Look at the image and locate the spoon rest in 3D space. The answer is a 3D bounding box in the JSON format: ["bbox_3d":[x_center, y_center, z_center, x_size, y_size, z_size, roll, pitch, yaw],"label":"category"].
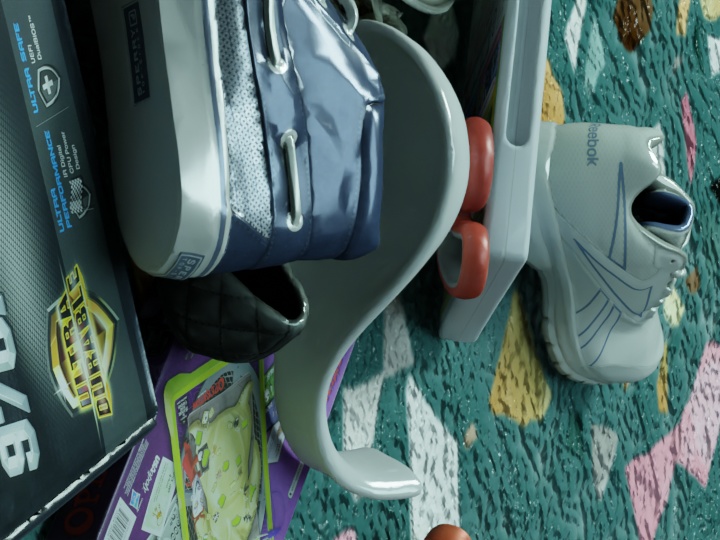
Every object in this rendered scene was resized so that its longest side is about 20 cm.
[{"bbox_3d":[0.000,0.000,0.990,0.060,0.099,0.201,-15,117,-39],"label":"spoon rest"}]

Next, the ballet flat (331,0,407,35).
[{"bbox_3d":[-0.035,-0.143,0.991,0.200,0.071,0.072,55,45,-47],"label":"ballet flat"}]

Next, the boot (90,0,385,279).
[{"bbox_3d":[-0.044,-0.099,0.889,0.090,0.073,0.202,-3,89,-32],"label":"boot"}]

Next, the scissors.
[{"bbox_3d":[0.032,-0.037,1.065,0.200,0.014,0.074,-133,-135,-76],"label":"scissors"}]

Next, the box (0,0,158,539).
[{"bbox_3d":[-0.144,-0.007,0.819,0.159,0.046,0.201,-39,123,-54],"label":"box"}]

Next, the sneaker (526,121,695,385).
[{"bbox_3d":[0.130,-0.003,1.256,0.200,0.086,0.075,61,32,-53],"label":"sneaker"}]

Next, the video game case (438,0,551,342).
[{"bbox_3d":[0.062,-0.074,1.109,0.200,0.022,0.183,108,-11,-78],"label":"video game case"}]

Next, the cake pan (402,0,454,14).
[{"bbox_3d":[0.001,-0.200,1.000,0.201,0.037,0.201,52,22,-31],"label":"cake pan"}]

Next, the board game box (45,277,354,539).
[{"bbox_3d":[-0.055,0.054,0.996,0.120,0.032,0.201,54,45,-42],"label":"board game box"}]

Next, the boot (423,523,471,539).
[{"bbox_3d":[0.024,0.167,1.100,0.200,0.075,0.108,12,76,-68],"label":"boot"}]

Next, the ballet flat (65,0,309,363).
[{"bbox_3d":[-0.065,-0.063,0.929,0.066,0.057,0.201,-25,98,-51],"label":"ballet flat"}]
